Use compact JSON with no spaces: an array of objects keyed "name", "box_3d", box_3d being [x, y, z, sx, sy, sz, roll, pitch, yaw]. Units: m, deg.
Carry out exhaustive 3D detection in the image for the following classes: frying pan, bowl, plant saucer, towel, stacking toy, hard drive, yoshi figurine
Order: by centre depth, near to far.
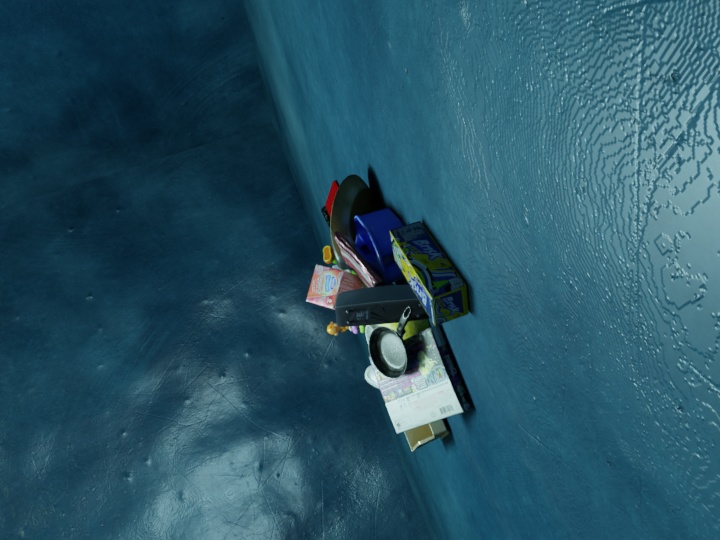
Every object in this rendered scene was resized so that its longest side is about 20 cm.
[{"name":"hard drive","box_3d":[0.048,0.073,1.288,0.135,0.199,0.042,88,177,-66]},{"name":"frying pan","box_3d":[0.064,0.137,1.310,0.115,0.031,0.191,26,119,42]},{"name":"towel","box_3d":[0.000,0.000,1.356,0.144,0.023,0.200,49,174,15]},{"name":"bowl","box_3d":[0.076,0.148,1.459,0.200,0.107,0.200,53,153,42]},{"name":"plant saucer","box_3d":[-0.008,-0.123,1.469,0.200,0.035,0.201,-31,-55,-59]},{"name":"stacking toy","box_3d":[-0.001,0.142,1.800,0.110,0.200,0.116,85,163,-62]},{"name":"yoshi figurine","box_3d":[-0.029,-0.014,1.947,0.112,0.112,0.200,15,166,34]}]

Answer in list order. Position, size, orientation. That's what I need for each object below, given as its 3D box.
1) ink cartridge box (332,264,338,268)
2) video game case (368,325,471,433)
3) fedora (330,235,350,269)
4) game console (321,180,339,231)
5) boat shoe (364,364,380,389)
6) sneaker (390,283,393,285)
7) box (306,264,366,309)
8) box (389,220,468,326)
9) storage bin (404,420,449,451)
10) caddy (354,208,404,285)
[{"name":"ink cartridge box","box_3d":[-0.028,0.082,2.318,0.146,0.084,0.200,82,167,-58]},{"name":"video game case","box_3d":[0.120,0.234,1.327,0.200,0.036,0.182,-33,73,42]},{"name":"fedora","box_3d":[-0.032,-0.072,1.744,0.201,0.091,0.201,-11,-90,-87]},{"name":"game console","box_3d":[-0.044,-0.165,2.052,0.172,0.119,0.200,35,-159,-42]},{"name":"boat shoe","box_3d":[0.089,0.270,1.577,0.067,0.200,0.074,17,-103,-57]},{"name":"sneaker","box_3d":[0.073,0.139,1.602,0.070,0.108,0.200,-170,61,-81]},{"name":"box","box_3d":[-0.020,0.058,1.528,0.102,0.200,0.095,12,85,43]},{"name":"box","box_3d":[0.116,0.001,1.086,0.200,0.064,0.070,-117,10,-49]},{"name":"storage bin","box_3d":[0.150,0.365,1.679,0.199,0.093,0.200,89,160,-70]},{"name":"caddy","box_3d":[0.040,-0.049,1.356,0.200,0.105,0.142,-124,15,-62]}]
